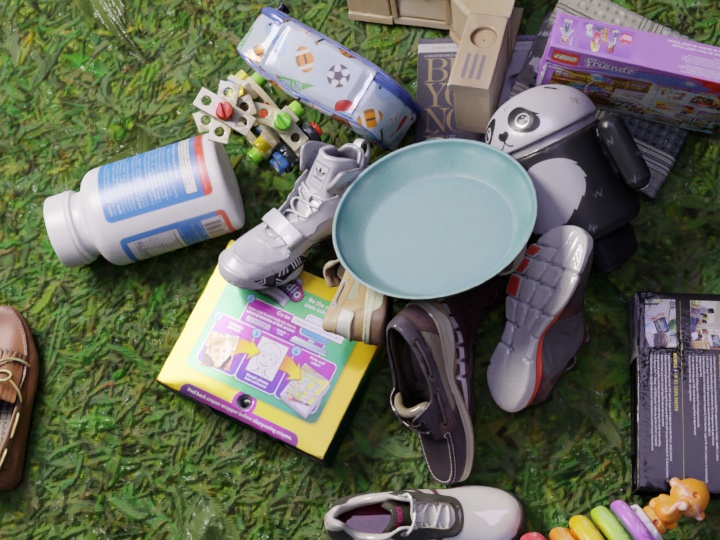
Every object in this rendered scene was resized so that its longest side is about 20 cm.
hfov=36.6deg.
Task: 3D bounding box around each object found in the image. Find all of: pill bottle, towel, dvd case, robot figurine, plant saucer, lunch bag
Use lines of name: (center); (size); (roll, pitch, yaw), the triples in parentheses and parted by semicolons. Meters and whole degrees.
pill bottle: (-0.236, -0.071, 1.191); (0.200, 0.112, 0.112); (-16, 71, 2)
towel: (0.271, -0.198, 1.192); (0.200, 0.035, 0.193); (28, 81, 7)
dvd case: (0.135, -0.170, 1.217); (0.149, 0.016, 0.200); (0, 73, 9)
robot figurine: (0.206, -0.090, 1.108); (0.150, 0.125, 0.200); (-25, 95, 5)
plant saucer: (0.073, -0.044, 1.054); (0.200, 0.036, 0.200); (-9, 51, 11)
lunch bag: (-0.033, -0.209, 1.180); (0.200, 0.160, 0.076); (35, 98, 10)

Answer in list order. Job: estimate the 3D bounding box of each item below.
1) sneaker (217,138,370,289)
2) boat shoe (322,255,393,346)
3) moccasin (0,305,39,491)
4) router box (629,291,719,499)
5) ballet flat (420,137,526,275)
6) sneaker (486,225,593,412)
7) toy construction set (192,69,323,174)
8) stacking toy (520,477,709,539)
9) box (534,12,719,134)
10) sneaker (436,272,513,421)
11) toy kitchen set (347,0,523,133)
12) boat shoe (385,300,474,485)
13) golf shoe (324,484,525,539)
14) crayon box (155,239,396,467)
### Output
sneaker: (-0.064, -0.064, 1.126); (0.200, 0.115, 0.075); (-29, 53, -30)
boat shoe: (0.000, 0.000, 1.109); (0.076, 0.072, 0.200); (5, 30, 6)
moccasin: (-0.395, 0.134, 1.168); (0.074, 0.078, 0.201); (3, 74, 9)
router box: (0.344, 0.124, 1.076); (0.149, 0.051, 0.200); (2, 74, 7)
ballet flat: (0.122, -0.067, 1.124); (0.067, 0.062, 0.200); (-41, 52, 15)
sneaker: (0.191, 0.047, 1.082); (0.077, 0.082, 0.200); (45, 123, 46)
toy construction set: (-0.110, -0.164, 1.171); (0.092, 0.200, 0.131); (-42, 95, 8)
stacking toy: (0.239, 0.256, 1.017); (0.200, 0.110, 0.116); (-35, 74, 0)
box: (0.284, -0.197, 1.105); (0.200, 0.137, 0.039); (14, 80, 4)
sneaker: (0.121, 0.052, 1.124); (0.115, 0.076, 0.200); (-11, 88, -21)
toy kitchen set: (0.059, -0.279, 1.164); (0.200, 0.163, 0.181); (10, 63, 14)
boat shoe: (0.061, 0.125, 1.063); (0.065, 0.200, 0.072); (-25, 26, -35)
golf shoe: (0.063, 0.248, 1.063); (0.200, 0.088, 0.077); (-6, 71, 5)
crayon box: (-0.085, 0.085, 1.148); (0.200, 0.058, 0.173); (23, 75, 14)
